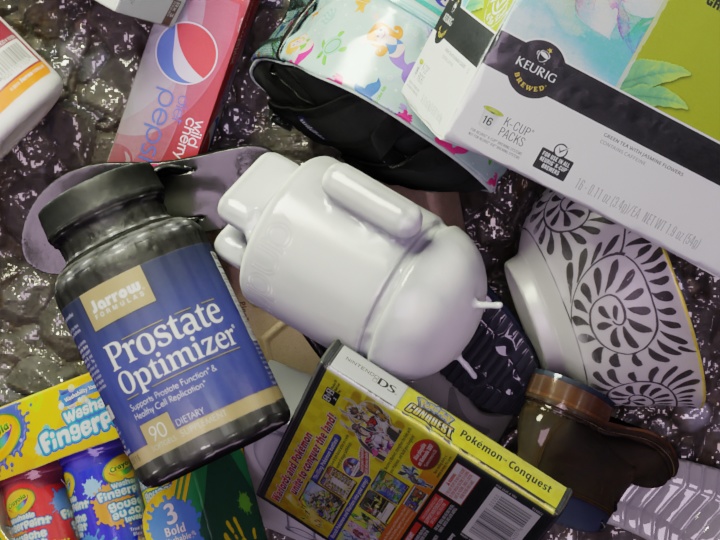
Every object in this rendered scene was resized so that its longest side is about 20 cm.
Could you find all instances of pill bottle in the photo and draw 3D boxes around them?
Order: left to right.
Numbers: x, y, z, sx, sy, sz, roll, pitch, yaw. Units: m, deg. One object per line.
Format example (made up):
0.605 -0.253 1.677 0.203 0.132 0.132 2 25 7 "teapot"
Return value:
-0.322 -0.167 1.266 0.113 0.113 0.200 -44 95 10 "pill bottle"
-0.136 0.035 1.171 0.112 0.112 0.200 -27 85 8 "pill bottle"

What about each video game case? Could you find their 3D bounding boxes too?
0.029 0.150 1.182 0.181 0.026 0.200 32 144 5 "video game case"

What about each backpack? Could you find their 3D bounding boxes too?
0.033 -0.132 1.185 0.177 0.200 0.151 33 90 -18 "backpack"

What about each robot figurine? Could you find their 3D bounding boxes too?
0.000 0.000 1.163 0.200 0.170 0.113 29 57 15 "robot figurine"

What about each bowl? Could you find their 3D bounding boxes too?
0.159 0.019 1.224 0.094 0.201 0.201 -20 99 0 "bowl"

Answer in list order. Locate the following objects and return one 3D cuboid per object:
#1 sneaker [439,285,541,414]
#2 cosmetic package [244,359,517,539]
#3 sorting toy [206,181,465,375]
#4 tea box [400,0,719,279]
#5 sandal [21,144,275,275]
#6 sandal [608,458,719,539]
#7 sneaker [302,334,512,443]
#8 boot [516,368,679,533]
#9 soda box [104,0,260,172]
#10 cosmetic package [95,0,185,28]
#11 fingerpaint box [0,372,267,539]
0.061 0.015 1.251 0.070 0.082 0.200 -42 86 19 "sneaker"
0.013 0.161 1.276 0.200 0.052 0.151 20 143 16 "cosmetic package"
-0.013 0.018 1.326 0.200 0.036 0.185 -11 100 0 "sorting toy"
0.164 -0.134 1.029 0.200 0.134 0.197 24 101 -15 "tea box"
-0.151 -0.046 1.242 0.200 0.045 0.075 -14 102 6 "sandal"
0.244 0.182 1.336 0.203 0.050 0.082 27 86 11 "sandal"
0.030 0.065 1.284 0.089 0.074 0.200 -45 108 3 "sneaker"
0.158 0.144 1.234 0.075 0.200 0.097 16 78 39 "boot"
-0.131 -0.133 1.282 0.063 0.070 0.200 21 102 0 "soda box"
-0.198 -0.264 1.220 0.200 0.081 0.113 31 101 25 "cosmetic package"
-0.184 0.161 1.285 0.200 0.073 0.167 -21 79 27 "fingerpaint box"
